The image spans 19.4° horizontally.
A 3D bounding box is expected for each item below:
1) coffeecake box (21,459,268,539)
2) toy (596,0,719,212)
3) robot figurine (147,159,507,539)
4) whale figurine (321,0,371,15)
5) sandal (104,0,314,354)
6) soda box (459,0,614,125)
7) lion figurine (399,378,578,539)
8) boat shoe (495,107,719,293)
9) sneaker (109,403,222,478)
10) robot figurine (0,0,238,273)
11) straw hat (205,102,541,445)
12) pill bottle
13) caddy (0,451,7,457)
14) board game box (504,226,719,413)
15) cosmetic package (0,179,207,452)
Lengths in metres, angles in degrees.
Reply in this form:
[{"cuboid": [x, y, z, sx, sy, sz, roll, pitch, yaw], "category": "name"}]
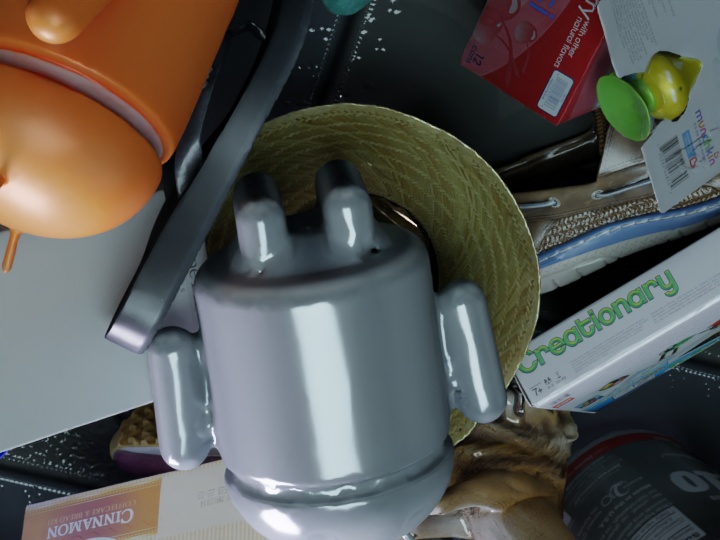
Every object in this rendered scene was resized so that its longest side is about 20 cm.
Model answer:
[{"cuboid": [-0.070, 0.187, 1.155, 0.153, 0.073, 0.200, -14, 143, 21], "category": "coffeecake box"}, {"cuboid": [0.188, -0.129, 1.031, 0.200, 0.047, 0.115, -37, 121, -27], "category": "toy"}, {"cuboid": [-0.016, 0.051, 1.010, 0.169, 0.113, 0.200, -7, 107, 0], "category": "robot figurine"}, {"cuboid": [-0.015, -0.203, 0.975, 0.159, 0.104, 0.200, -19, 123, 7], "category": "whale figurine"}, {"cuboid": [-0.074, -0.059, 0.982, 0.043, 0.076, 0.200, 28, 76, -7], "category": "sandal"}, {"cuboid": [0.125, -0.172, 1.008, 0.063, 0.070, 0.200, 35, 118, 18], "category": "soda box"}, {"cuboid": [0.092, 0.148, 1.096, 0.122, 0.200, 0.072, -6, 146, -35], "category": "lion figurine"}, {"cuboid": [0.145, -0.056, 1.084, 0.200, 0.072, 0.072, -28, 116, 13], "category": "boat shoe"}, {"cuboid": [-0.038, 0.115, 1.171, 0.200, 0.075, 0.090, -2, 114, -1], "category": "sneaker"}, {"cuboid": [-0.125, -0.101, 0.936, 0.144, 0.200, 0.117, -2, 150, 47], "category": "robot figurine"}, {"cuboid": [0.000, 0.000, 1.097, 0.201, 0.085, 0.201, 3, 109, 9], "category": "straw hat"}, {"cuboid": [0.182, 0.173, 1.130, 0.114, 0.200, 0.114, -8, 112, -20], "category": "pill bottle"}, {"cuboid": [-0.266, 0.057, 1.113, 0.200, 0.105, 0.141, -18, 95, 7], "category": "caddy"}, {"cuboid": [0.182, 0.012, 1.100, 0.200, 0.126, 0.035, -32, 76, 14], "category": "board game box"}, {"cuboid": [-0.174, 0.025, 1.011, 0.200, 0.085, 0.108, -18, 106, -32], "category": "cosmetic package"}]
